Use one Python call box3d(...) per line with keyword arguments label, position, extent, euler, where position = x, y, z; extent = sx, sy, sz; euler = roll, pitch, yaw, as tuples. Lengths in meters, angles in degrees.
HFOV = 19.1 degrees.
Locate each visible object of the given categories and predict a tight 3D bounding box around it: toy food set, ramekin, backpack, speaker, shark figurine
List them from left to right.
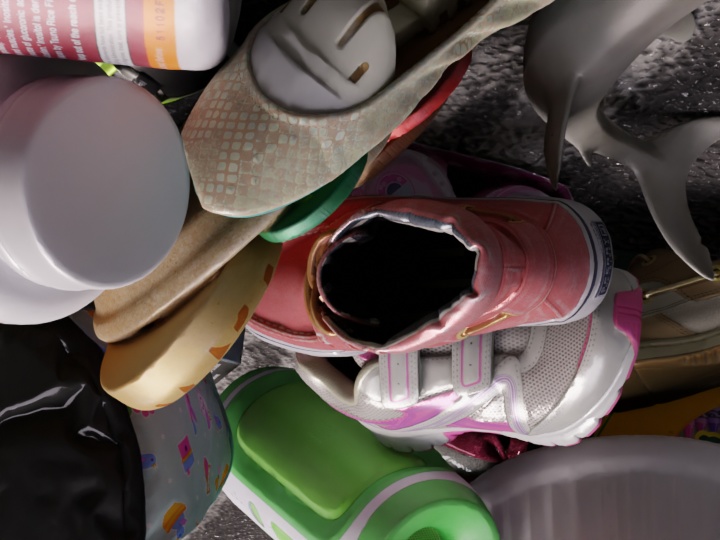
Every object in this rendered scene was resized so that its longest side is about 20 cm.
box3d(label="backpack", position=(-0.139, 0.083, 1.062), extent=(0.126, 0.167, 0.200), euler=(-9, -176, 7))
box3d(label="toy food set", position=(-0.034, -0.037, 0.880), extent=(0.198, 0.200, 0.049), euler=(-43, 102, 12))
box3d(label="speaker", position=(-0.008, 0.115, 1.114), extent=(0.088, 0.089, 0.200), euler=(21, -175, -32))
box3d(label="shark figurine", position=(0.098, -0.065, 0.905), extent=(0.128, 0.090, 0.215), euler=(3, 155, 11))
box3d(label="ramekin", position=(0.144, 0.176, 1.107), extent=(0.200, 0.098, 0.201), euler=(2, 145, 2))

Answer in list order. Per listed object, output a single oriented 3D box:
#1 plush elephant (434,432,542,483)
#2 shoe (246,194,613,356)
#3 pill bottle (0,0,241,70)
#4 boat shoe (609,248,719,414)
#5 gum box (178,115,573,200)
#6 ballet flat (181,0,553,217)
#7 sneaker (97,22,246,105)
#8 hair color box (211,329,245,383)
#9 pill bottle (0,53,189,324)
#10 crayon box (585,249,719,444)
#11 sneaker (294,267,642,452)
box3d(label="plush elephant", position=(0.083, 0.125, 1.243), extent=(0.155, 0.165, 0.200), euler=(39, -163, 35))
box3d(label="shoe", position=(0.000, 0.000, 0.897), extent=(0.200, 0.072, 0.091), euler=(-5, 178, 40))
box3d(label="pill bottle", position=(-0.141, -0.135, 0.762), extent=(0.199, 0.113, 0.113), euler=(5, 157, 1))
box3d(label="boat shoe", position=(0.159, 0.023, 1.068), extent=(0.199, 0.067, 0.074), euler=(-11, 157, -2))
box3d(label="gum box", position=(-0.002, -0.016, 1.062), extent=(0.199, 0.066, 0.113), euler=(14, 156, -18))
box3d(label="ballet flat", position=(0.010, -0.097, 0.770), extent=(0.067, 0.200, 0.062), euler=(40, 157, 24))
box3d(label="sneaker", position=(-0.134, -0.068, 0.953), extent=(0.200, 0.083, 0.072), euler=(-11, 152, 34))
box3d(label="hair color box", position=(-0.172, 0.018, 1.194), extent=(0.199, 0.061, 0.099), euler=(15, 156, -18))
box3d(label="pill bottle", position=(-0.160, -0.036, 0.842), extent=(0.200, 0.110, 0.109), euler=(3, 162, 45))
box3d(label="crayon box", position=(0.213, 0.066, 1.138), extent=(0.199, 0.119, 0.058), euler=(8, 157, -7))
box3d(label="sneaker", position=(0.042, 0.038, 0.982), extent=(0.088, 0.082, 0.200), euler=(21, 153, -37))
